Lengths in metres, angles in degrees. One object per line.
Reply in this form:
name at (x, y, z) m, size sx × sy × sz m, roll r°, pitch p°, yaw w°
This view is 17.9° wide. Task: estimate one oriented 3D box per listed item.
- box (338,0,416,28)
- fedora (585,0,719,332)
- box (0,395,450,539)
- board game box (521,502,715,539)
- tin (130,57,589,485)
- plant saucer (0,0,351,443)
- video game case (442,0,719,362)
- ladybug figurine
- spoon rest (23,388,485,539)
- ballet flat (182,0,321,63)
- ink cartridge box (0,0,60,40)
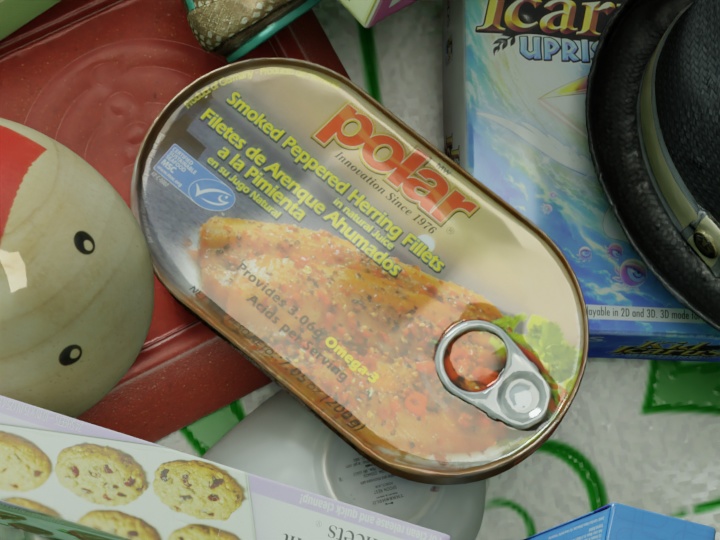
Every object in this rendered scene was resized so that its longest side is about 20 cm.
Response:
box at (0.008, -0.222, 0.910) m, size 0.200 × 0.097 × 0.176 m, roll 46°, pitch 51°, yaw 14°
fedora at (0.187, -0.064, 0.894) m, size 0.199 × 0.092 × 0.202 m, roll 2°, pitch 65°, yaw -4°
box at (-0.065, 0.092, 0.855) m, size 0.199 × 0.039 × 0.042 m, roll 19°, pitch 70°, yaw -14°
board game box at (0.070, 0.197, 0.843) m, size 0.045 × 0.152 × 0.202 m, roll 15°, pitch 74°, yaw -11°
tin at (0.000, 0.000, 0.903) m, size 0.200 × 0.042 × 0.112 m, roll 39°, pitch 84°, yaw 11°
plant saucer at (-0.087, -0.041, 0.954) m, size 0.199 × 0.037 × 0.201 m, roll -26°, pitch 79°, yaw -13°
video game case at (0.135, -0.055, 0.971) m, size 0.198 × 0.045 × 0.183 m, roll 2°, pitch 73°, yaw -10°
ladybug figurine at (-0.180, 0.003, 0.886) m, size 0.198 × 0.072 × 0.137 m, roll 3°, pitch 91°, yaw 15°
spoon rest at (-0.042, 0.092, 0.918) m, size 0.199 × 0.061 × 0.100 m, roll -8°, pitch 76°, yaw -22°
ballet flat at (-0.002, -0.159, 0.956) m, size 0.200 × 0.070 × 0.066 m, roll -38°, pitch 98°, yaw -36°
ink cartridge box at (-0.185, -0.184, 0.936) m, size 0.145 × 0.048 × 0.201 m, roll -32°, pitch 73°, yaw 7°
